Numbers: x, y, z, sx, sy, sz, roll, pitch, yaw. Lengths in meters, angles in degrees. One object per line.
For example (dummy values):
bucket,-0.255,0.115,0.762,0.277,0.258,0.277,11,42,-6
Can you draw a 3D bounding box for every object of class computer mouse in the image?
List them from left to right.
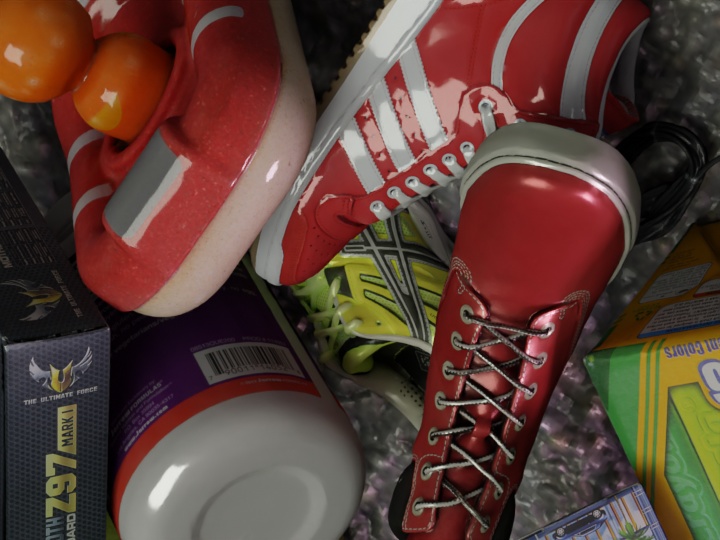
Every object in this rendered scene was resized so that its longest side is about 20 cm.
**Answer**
computer mouse,0.170,-0.053,1.081,0.200,0.034,0.059,-20,98,46

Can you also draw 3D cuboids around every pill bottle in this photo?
pill bottle,-0.082,0.046,1.192,0.200,0.112,0.113,-123,34,-44

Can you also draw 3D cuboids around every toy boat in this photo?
toy boat,-0.104,-0.080,1.113,0.130,0.200,0.131,27,112,-22

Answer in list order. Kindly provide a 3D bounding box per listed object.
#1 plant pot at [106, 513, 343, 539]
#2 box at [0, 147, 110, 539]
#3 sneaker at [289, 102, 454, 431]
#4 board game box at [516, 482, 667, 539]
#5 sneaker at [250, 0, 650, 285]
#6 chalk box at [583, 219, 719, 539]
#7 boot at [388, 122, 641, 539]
plant pot,-0.115,0.152,1.292,0.192,0.200,0.201,-8,114,21
box,-0.164,0.043,1.172,0.200,0.051,0.158,-128,36,-50
sneaker,0.000,0.000,1.185,0.200,0.076,0.075,42,133,4
board game box,0.131,0.198,1.120,0.061,0.200,0.200,-25,81,-1
sneaker,0.041,-0.053,1.107,0.112,0.071,0.200,35,112,6
chalk box,0.201,0.082,1.079,0.125,0.124,0.201,-14,110,37
boot,0.055,0.040,1.050,0.072,0.145,0.200,17,153,4
